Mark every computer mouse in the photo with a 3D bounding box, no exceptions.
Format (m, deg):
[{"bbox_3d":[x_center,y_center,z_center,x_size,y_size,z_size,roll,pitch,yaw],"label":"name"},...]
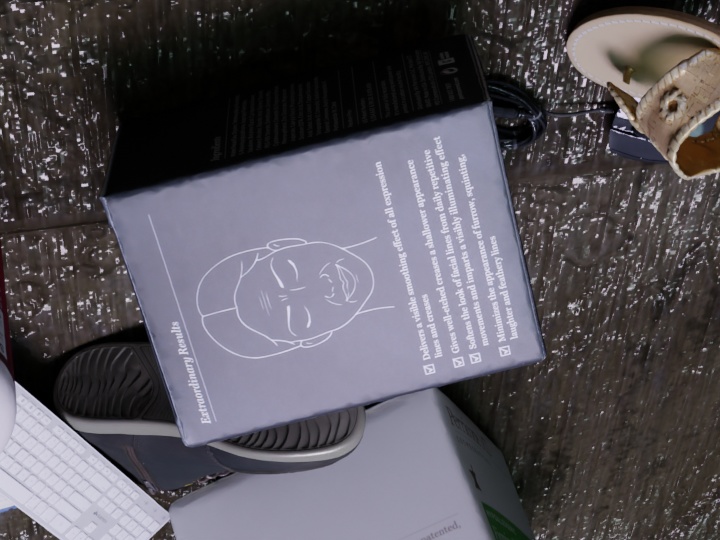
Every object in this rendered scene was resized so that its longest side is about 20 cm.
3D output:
[{"bbox_3d":[0.139,-0.085,0.927,0.197,0.034,0.059,-1,137,-17],"label":"computer mouse"}]

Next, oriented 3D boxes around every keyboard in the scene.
[{"bbox_3d":[-0.182,0.129,0.983,0.056,0.011,0.200,-48,141,-10],"label":"keyboard"}]

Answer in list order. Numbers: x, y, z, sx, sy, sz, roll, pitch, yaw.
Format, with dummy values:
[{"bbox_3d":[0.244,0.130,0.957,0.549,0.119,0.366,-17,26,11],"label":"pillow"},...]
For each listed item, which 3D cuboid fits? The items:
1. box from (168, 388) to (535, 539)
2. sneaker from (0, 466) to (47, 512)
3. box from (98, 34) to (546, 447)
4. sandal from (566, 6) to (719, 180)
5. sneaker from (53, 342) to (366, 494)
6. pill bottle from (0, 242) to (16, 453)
[{"bbox_3d":[0.014,0.210,1.062,0.198,0.173,0.199,-26,155,9],"label":"box"},{"bbox_3d":[-0.263,0.090,0.947,0.198,0.076,0.089,7,129,-28],"label":"sneaker"},{"bbox_3d":[-0.017,-0.016,0.846,0.197,0.107,0.150,-13,116,3],"label":"box"},{"bbox_3d":[0.183,-0.079,0.825,0.210,0.070,0.078,14,155,35],"label":"sandal"},{"bbox_3d":[-0.080,0.095,0.990,0.197,0.076,0.107,6,151,21],"label":"sneaker"},{"bbox_3d":[-0.232,0.039,0.809,0.111,0.201,0.114,-9,138,-8],"label":"pill bottle"}]
